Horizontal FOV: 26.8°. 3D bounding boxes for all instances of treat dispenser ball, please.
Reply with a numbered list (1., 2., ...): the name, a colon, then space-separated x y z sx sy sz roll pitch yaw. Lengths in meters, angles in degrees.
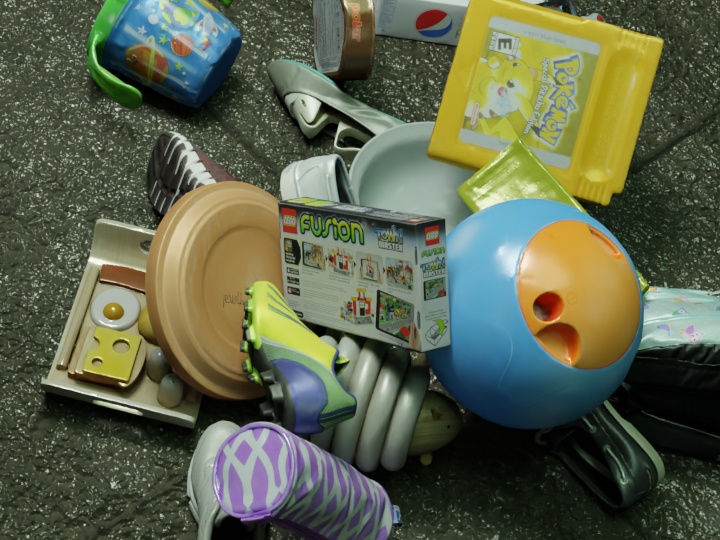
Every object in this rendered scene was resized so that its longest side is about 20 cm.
1. treat dispenser ball: 0.150 0.038 1.331 0.199 0.202 0.202 7 50 -8

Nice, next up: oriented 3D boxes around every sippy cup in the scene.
1. sippy cup: -0.201 -0.247 1.610 0.130 0.140 0.179 34 90 1

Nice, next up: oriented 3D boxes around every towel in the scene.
1. towel: 0.183 -0.031 1.450 0.086 0.018 0.200 -38 69 0

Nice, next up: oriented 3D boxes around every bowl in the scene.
1. bowl: 0.077 -0.049 1.533 0.199 0.091 0.202 7 51 -8

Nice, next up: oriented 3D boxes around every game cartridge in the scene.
1. game cartridge: 0.184 -0.171 1.504 0.198 0.032 0.178 15 88 7

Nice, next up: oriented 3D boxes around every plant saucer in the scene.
1. plant saucer: -0.110 0.018 1.387 0.199 0.032 0.203 8 79 -44

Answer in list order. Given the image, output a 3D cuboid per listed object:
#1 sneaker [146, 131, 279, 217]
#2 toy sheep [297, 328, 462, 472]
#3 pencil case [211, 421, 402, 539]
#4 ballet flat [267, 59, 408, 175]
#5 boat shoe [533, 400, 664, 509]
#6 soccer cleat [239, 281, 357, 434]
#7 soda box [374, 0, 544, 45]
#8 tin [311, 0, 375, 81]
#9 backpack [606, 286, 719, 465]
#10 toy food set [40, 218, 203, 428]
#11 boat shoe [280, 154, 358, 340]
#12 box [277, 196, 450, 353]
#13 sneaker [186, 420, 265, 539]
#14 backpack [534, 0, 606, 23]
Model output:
1. sneaker: -0.135 -0.067 1.515 0.115 0.076 0.200 13 23 -36
2. toy sheep: -0.005 0.113 1.359 0.198 0.139 0.139 14 49 7
3. pencil case: -0.045 0.191 1.249 0.083 0.200 0.086 -11 63 26
4. ballet flat: -0.027 -0.161 1.618 0.199 0.068 0.064 29 61 12
5. boat shoe: 0.194 0.143 1.418 0.200 0.073 0.063 43 51 15
6. soccer cleat: -0.055 0.074 1.296 0.083 0.065 0.201 -4 30 -14
7. soda box: 0.115 -0.309 1.773 0.198 0.064 0.069 7 50 -9
8. tin: -0.021 -0.262 1.628 0.041 0.200 0.113 1 95 -11
9. backpack: 0.320 0.094 1.448 0.198 0.168 0.127 4 33 -2
10. toy food set: -0.203 0.047 1.407 0.142 0.061 0.201 14 49 -3
11. boat shoe: -0.009 -0.015 1.435 0.072 0.068 0.202 -28 100 -64
12. box: 0.000 0.000 1.323 0.034 0.111 0.199 -11 15 -36
13. sneaker: -0.107 0.204 1.280 0.075 0.092 0.201 2 50 -12
14. backpack: 0.202 -0.173 1.613 0.153 0.200 0.192 -9 70 -14
